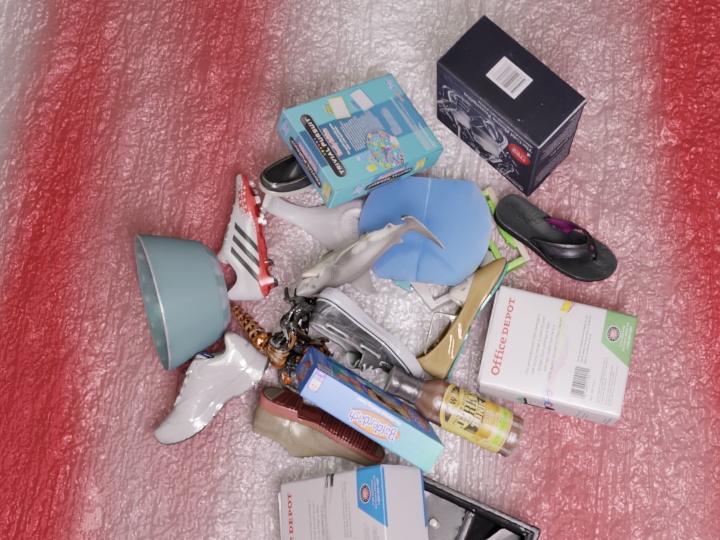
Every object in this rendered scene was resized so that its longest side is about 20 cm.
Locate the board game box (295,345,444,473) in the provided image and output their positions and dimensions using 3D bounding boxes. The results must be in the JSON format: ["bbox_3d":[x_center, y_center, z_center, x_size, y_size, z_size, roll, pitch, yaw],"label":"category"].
[{"bbox_3d":[0.008,0.183,1.256,0.199,0.152,0.045,32,92,-8],"label":"board game box"}]

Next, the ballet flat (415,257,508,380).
[{"bbox_3d":[0.140,0.061,1.327,0.063,0.069,0.202,27,98,2],"label":"ballet flat"}]

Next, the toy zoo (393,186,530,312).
[{"bbox_3d":[0.138,-0.026,1.406,0.198,0.020,0.132,-26,73,-3],"label":"toy zoo"}]

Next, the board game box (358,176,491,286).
[{"bbox_3d":[0.097,-0.056,1.391,0.197,0.039,0.160,6,78,13],"label":"board game box"}]

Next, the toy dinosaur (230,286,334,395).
[{"bbox_3d":[-0.098,0.103,1.358,0.198,0.102,0.137,27,94,-10],"label":"toy dinosaur"}]

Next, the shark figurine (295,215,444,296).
[{"bbox_3d":[0.017,-0.011,1.344,0.213,0.128,0.090,-28,98,10],"label":"shark figurine"}]

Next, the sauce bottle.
[{"bbox_3d":[0.128,0.193,1.297,0.198,0.065,0.065,24,76,-4],"label":"sauce bottle"}]

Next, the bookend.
[{"bbox_3d":[0.111,0.397,1.247,0.198,0.092,0.201,23,77,12],"label":"bookend"}]

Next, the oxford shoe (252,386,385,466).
[{"bbox_3d":[-0.061,0.238,1.336,0.198,0.070,0.076,25,108,7],"label":"oxford shoe"}]

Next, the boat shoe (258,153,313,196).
[{"bbox_3d":[-0.070,-0.175,1.412,0.199,0.068,0.072,-28,57,-25],"label":"boat shoe"}]

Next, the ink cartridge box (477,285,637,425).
[{"bbox_3d":[0.274,0.120,1.317,0.197,0.084,0.147,13,75,9],"label":"ink cartridge box"}]

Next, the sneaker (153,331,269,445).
[{"bbox_3d":[-0.224,0.168,1.336,0.200,0.075,0.087,-42,100,1],"label":"sneaker"}]

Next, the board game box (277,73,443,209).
[{"bbox_3d":[0.000,-0.194,1.374,0.198,0.047,0.152,-24,71,-28],"label":"board game box"}]

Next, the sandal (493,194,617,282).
[{"bbox_3d":[0.288,-0.048,1.374,0.199,0.048,0.076,30,67,5],"label":"sandal"}]

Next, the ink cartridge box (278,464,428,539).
[{"bbox_3d":[-0.011,0.342,1.227,0.199,0.084,0.148,-21,66,42],"label":"ink cartridge box"}]

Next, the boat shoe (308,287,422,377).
[{"bbox_3d":[0.002,0.108,1.318,0.200,0.072,0.071,41,70,-21],"label":"boat shoe"}]

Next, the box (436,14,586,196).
[{"bbox_3d":[0.215,-0.237,1.378,0.104,0.182,0.200,-44,74,-8],"label":"box"}]

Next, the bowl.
[{"bbox_3d":[-0.254,0.035,1.352,0.104,0.201,0.203,-14,72,-19],"label":"bowl"}]

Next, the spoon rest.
[{"bbox_3d":[-0.052,-0.078,1.429,0.198,0.061,0.101,19,77,-3],"label":"spoon rest"}]

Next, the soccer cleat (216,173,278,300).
[{"bbox_3d":[-0.182,-0.050,1.421,0.084,0.069,0.203,-12,76,0],"label":"soccer cleat"}]
